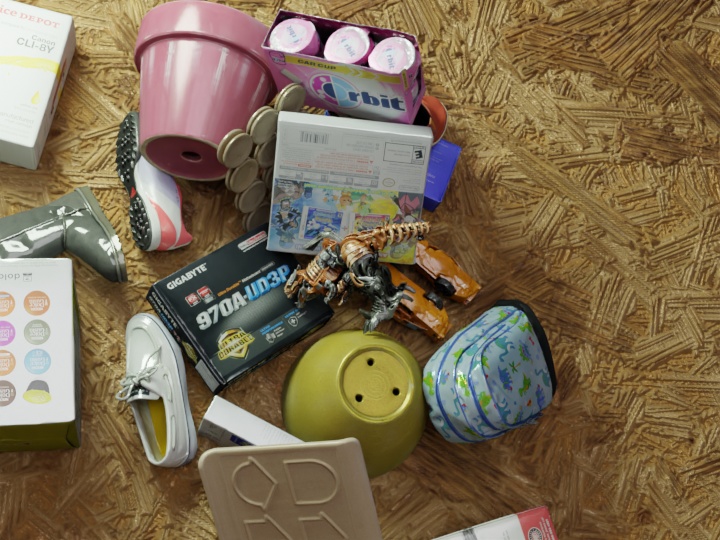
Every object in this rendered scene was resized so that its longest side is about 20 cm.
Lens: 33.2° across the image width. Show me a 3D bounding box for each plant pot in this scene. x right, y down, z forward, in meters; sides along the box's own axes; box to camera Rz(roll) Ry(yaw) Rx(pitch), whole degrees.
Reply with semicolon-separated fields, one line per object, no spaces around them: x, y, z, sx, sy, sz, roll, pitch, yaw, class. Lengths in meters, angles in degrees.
0.005;0.158;1.555;0.199;0.142;0.201;3;72;-10;plant pot
-0.211;-0.226;1.593;0.199;0.200;0.180;12;67;-8;plant pot

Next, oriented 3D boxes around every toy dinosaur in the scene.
0.000;0.000;1.550;0.136;0.200;0.102;57;37;-7;toy dinosaur

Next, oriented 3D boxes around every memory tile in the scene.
-0.117;-0.146;1.601;0.017;0.200;0.153;35;68;25;memory tile

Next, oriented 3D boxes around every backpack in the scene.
0.167;0.141;1.561;0.199;0.153;0.164;-20;98;-32;backpack

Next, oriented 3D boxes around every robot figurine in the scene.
0.058;0.000;1.659;0.200;0.058;0.145;39;69;1;robot figurine

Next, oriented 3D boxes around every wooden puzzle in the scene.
-0.081;0.286;1.480;0.199;0.046;0.186;-8;114;11;wooden puzzle

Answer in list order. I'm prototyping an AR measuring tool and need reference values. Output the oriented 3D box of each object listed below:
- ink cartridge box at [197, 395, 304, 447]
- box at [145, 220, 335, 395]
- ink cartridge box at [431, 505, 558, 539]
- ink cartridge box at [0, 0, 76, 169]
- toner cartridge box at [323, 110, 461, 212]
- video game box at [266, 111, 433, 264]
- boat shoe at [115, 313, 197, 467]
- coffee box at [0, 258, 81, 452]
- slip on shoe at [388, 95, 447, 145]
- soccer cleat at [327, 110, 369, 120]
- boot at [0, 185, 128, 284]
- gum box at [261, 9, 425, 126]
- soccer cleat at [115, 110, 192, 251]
-0.109;0.229;1.532;0.199;0.099;0.039;30;67;-2;ink cartridge box
-0.155;0.046;1.582;0.200;0.046;0.159;-31;80;-34;box
0.159;0.400;1.542;0.199;0.083;0.148;-13;76;-16;ink cartridge box
-0.477;-0.256;1.614;0.144;0.083;0.201;14;71;-7;ink cartridge box
0.034;-0.168;1.715;0.199;0.043;0.095;24;68;-4;toner cartridge box
-0.015;-0.105;1.567;0.199;0.047;0.183;6;114;-4;video game box
-0.270;0.151;1.522;0.074;0.086;0.203;-18;79;24;boat shoe
-0.438;0.109;1.447;0.198;0.200;0.199;-2;74;-12;coffee box
0.078;-0.206;1.658;0.074;0.061;0.200;37;30;8;slip on shoe
-0.012;-0.223;1.653;0.068;0.085;0.201;-19;77;-17;soccer cleat
-0.415;-0.019;1.545;0.199;0.073;0.182;-20;48;-24;boot
-0.014;-0.257;1.549;0.199;0.114;0.066;14;66;17;gum box
-0.280;-0.120;1.631;0.073;0.068;0.201;-1;67;-37;soccer cleat
